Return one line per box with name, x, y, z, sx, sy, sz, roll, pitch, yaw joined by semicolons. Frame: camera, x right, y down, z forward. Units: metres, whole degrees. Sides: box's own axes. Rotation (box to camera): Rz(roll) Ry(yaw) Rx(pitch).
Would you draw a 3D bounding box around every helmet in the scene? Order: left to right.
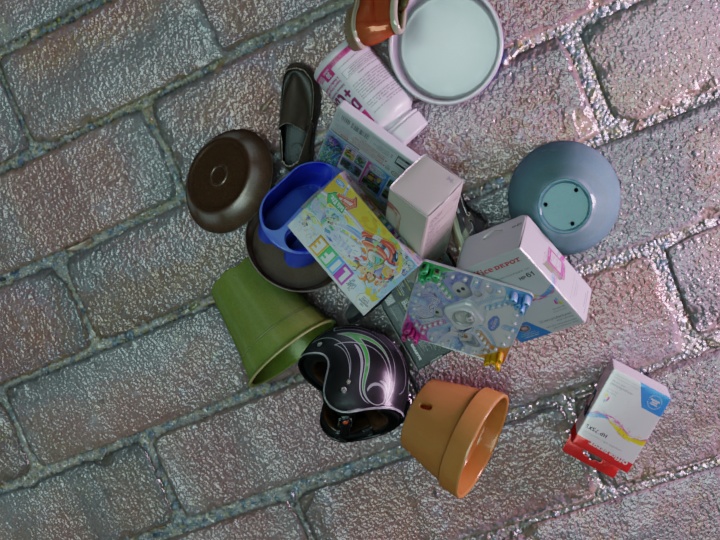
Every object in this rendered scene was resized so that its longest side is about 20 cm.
helmet;-0.011;0.195;1.693;0.197;0.200;0.193;-20;58;14

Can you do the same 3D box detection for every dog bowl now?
dog bowl;0.150;-0.391;1.612;0.197;0.079;0.204;2;101;11

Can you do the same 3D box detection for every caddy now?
caddy;-0.094;-0.103;1.653;0.141;0.105;0.200;40;63;7

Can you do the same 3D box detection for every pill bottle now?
pill bottle;0.020;-0.304;1.635;0.113;0.113;0.201;-41;90;15

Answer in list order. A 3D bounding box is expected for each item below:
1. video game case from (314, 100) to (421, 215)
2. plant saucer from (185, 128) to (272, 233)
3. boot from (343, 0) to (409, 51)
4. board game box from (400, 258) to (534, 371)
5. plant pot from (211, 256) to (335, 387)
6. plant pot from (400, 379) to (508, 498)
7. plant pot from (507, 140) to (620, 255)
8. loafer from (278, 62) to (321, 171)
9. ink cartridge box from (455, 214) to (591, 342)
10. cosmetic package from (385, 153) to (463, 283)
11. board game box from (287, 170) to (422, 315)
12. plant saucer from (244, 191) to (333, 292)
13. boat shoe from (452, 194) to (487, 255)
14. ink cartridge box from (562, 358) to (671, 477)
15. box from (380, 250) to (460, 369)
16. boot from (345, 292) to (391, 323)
video game case;0.021;-0.185;1.644;0.199;0.024;0.182;36;148;3
plant saucer;-0.252;-0.170;1.708;0.198;0.037;0.204;-8;73;28
boot;0.040;-0.468;1.580;0.106;0.075;0.203;-10;59;28
board game box;0.179;0.083;1.613;0.197;0.026;0.201;17;137;3
plant pot;-0.178;0.080;1.724;0.200;0.200;0.191;-41;77;15
plant pot;0.164;0.288;1.683;0.139;0.199;0.203;25;105;23
plant pot;0.349;-0.118;1.591;0.197;0.135;0.204;2;100;11
loafer;-0.113;-0.276;1.690;0.072;0.071;0.204;1;100;11
ink cartridge box;0.279;0.017;1.593;0.144;0.085;0.200;-24;121;41
cosmetic package;0.100;-0.084;1.568;0.087;0.201;0.103;38;61;18
board game box;-0.010;-0.045;1.550;0.134;0.034;0.200;-42;88;23
plant saucer;-0.116;-0.048;1.701;0.197;0.035;0.203;6;65;-13
boat shoe;0.197;-0.077;1.665;0.064;0.072;0.203;-15;100;8
ink cartridge box;0.457;0.278;1.673;0.115;0.067;0.202;27;105;6
box;0.125;0.059;1.713;0.158;0.049;0.202;-31;93;12
boot;0.000;0.000;1.650;0.132;0.070;0.200;48;137;6
